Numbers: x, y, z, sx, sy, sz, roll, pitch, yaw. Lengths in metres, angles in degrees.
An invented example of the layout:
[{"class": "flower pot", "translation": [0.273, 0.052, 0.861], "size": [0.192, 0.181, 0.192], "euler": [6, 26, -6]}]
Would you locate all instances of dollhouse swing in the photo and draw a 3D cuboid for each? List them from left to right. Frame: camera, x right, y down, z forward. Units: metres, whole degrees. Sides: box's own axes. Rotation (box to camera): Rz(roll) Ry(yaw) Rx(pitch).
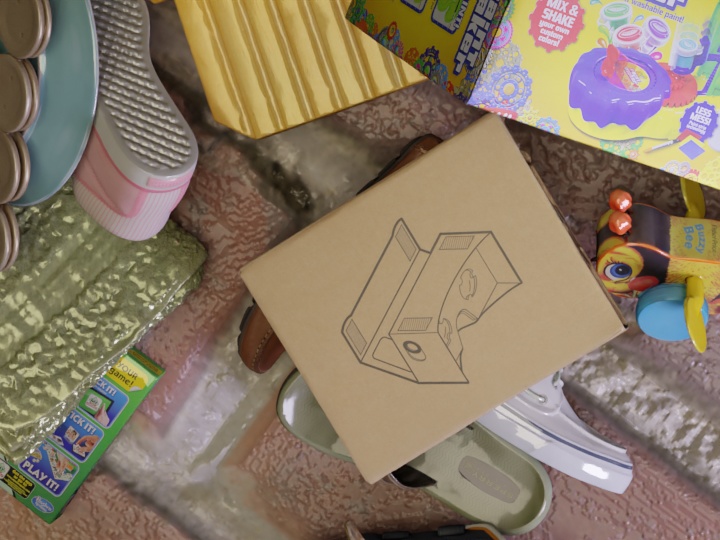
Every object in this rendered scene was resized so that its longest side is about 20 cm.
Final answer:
[{"class": "dollhouse swing", "translation": [-0.054, -0.201, 1.290], "size": [0.199, 0.182, 0.177], "euler": [-18, 76, 10]}]

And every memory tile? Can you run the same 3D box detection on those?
[{"class": "memory tile", "translation": [-0.254, -0.113, 1.320], "size": [0.153, 0.017, 0.201], "euler": [34, 122, 39]}]

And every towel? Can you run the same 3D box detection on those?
[{"class": "towel", "translation": [-0.216, 0.015, 1.378], "size": [0.148, 0.036, 0.200], "euler": [44, 81, 2]}]

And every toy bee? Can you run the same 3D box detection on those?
[{"class": "toy bee", "translation": [0.193, -0.003, 1.301], "size": [0.199, 0.109, 0.131], "euler": [-18, 52, -4]}]

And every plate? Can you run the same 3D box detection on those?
[{"class": "plate", "translation": [-0.238, -0.141, 1.328], "size": [0.200, 0.025, 0.201], "euler": [12, 106, 46]}]

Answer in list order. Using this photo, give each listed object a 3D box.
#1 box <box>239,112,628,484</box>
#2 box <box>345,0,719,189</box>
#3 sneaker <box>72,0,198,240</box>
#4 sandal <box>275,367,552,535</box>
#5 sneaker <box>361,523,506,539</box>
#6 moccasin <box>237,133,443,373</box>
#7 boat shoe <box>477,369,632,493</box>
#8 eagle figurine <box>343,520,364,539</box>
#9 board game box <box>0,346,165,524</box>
[{"class": "box", "translation": [0.046, 0.018, 1.298], "size": [0.200, 0.021, 0.164], "euler": [-31, 89, 14]}, {"class": "box", "translation": [0.129, -0.153, 1.214], "size": [0.199, 0.193, 0.122], "euler": [16, 104, -27]}, {"class": "sneaker", "translation": [-0.170, -0.108, 1.345], "size": [0.075, 0.105, 0.201], "euler": [-12, 60, -25]}, {"class": "sandal", "translation": [0.039, 0.116, 1.377], "size": [0.200, 0.057, 0.080], "euler": [25, 101, 3]}, {"class": "sneaker", "translation": [0.053, 0.214, 1.386], "size": [0.199, 0.080, 0.079], "euler": [15, 143, 22]}, {"class": "moccasin", "translation": [0.000, 0.000, 1.360], "size": [0.201, 0.074, 0.078], "euler": [-41, 80, 3]}, {"class": "boat shoe", "translation": [0.104, 0.077, 1.347], "size": [0.199, 0.074, 0.067], "euler": [29, 93, -11]}, {"class": "eagle figurine", "translation": [-0.040, 0.274, 1.351], "size": [0.151, 0.152, 0.200], "euler": [26, 142, -36]}, {"class": "board game box", "translation": [-0.255, 0.063, 1.423], "size": [0.200, 0.029, 0.135], "euler": [37, 103, 1]}]
